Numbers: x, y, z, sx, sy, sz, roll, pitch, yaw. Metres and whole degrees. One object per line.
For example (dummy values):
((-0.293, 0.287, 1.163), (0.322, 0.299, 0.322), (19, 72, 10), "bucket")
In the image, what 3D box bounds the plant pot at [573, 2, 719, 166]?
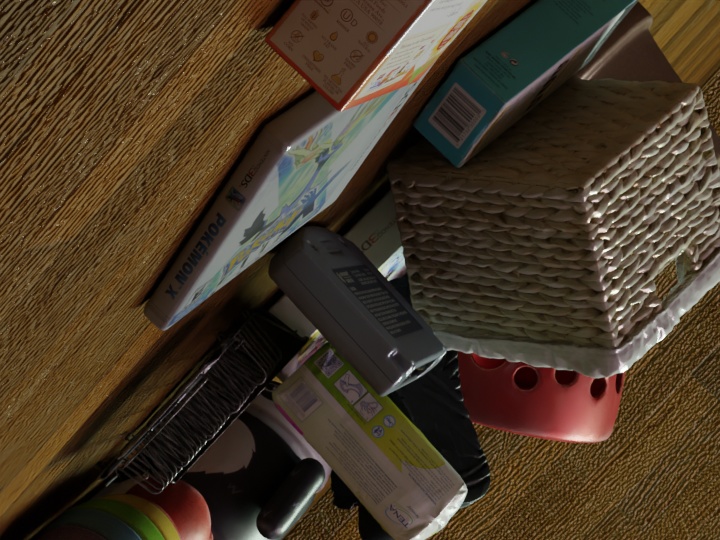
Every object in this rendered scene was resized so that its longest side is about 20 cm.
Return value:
((0.226, -0.123, 1.990), (0.200, 0.175, 0.200), (-45, 172, -8), "plant pot")

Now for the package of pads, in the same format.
((0.007, 0.132, 1.687), (0.068, 0.155, 0.200), (-42, 177, -2), "package of pads")

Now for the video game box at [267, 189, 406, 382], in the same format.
((0.000, 0.000, 1.860), (0.200, 0.047, 0.182), (-45, 176, -14), "video game box")

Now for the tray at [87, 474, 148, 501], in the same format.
((-0.249, 0.230, 1.776), (0.200, 0.022, 0.107), (-38, 170, -50), "tray")

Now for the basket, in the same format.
((0.156, -0.041, 1.729), (0.200, 0.161, 0.198), (8, -147, 38), "basket")

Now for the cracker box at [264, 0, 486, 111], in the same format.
((0.052, -0.176, 1.116), (0.200, 0.058, 0.134), (-48, 174, 20), "cracker box")

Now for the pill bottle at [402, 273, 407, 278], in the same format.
((0.059, 0.044, 2.159), (0.200, 0.120, 0.120), (-46, 173, 4), "pill bottle")

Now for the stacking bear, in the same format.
((-0.182, 0.218, 1.686), (0.114, 0.121, 0.200), (-46, 175, 31), "stacking bear")

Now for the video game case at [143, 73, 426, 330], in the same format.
((-0.035, -0.063, 1.384), (0.200, 0.022, 0.182), (-39, 169, -47), "video game case")

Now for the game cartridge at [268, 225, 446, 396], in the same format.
((-0.003, 0.026, 1.620), (0.042, 0.133, 0.200), (-47, 173, 8), "game cartridge")

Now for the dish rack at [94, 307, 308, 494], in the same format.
((-0.117, 0.099, 1.637), (0.153, 0.055, 0.200), (-48, 180, 8), "dish rack")

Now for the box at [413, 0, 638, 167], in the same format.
((0.127, -0.159, 1.694), (0.200, 0.049, 0.082), (-40, 171, -43), "box")

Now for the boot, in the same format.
((0.021, 0.124, 1.882), (0.076, 0.201, 0.168), (-14, 170, -34), "boot")

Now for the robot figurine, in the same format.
((-0.111, 0.181, 1.883), (0.200, 0.150, 0.125), (-47, 163, -26), "robot figurine")

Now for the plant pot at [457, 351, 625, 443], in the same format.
((0.147, 0.042, 2.013), (0.200, 0.200, 0.183), (-22, 124, -74), "plant pot")
